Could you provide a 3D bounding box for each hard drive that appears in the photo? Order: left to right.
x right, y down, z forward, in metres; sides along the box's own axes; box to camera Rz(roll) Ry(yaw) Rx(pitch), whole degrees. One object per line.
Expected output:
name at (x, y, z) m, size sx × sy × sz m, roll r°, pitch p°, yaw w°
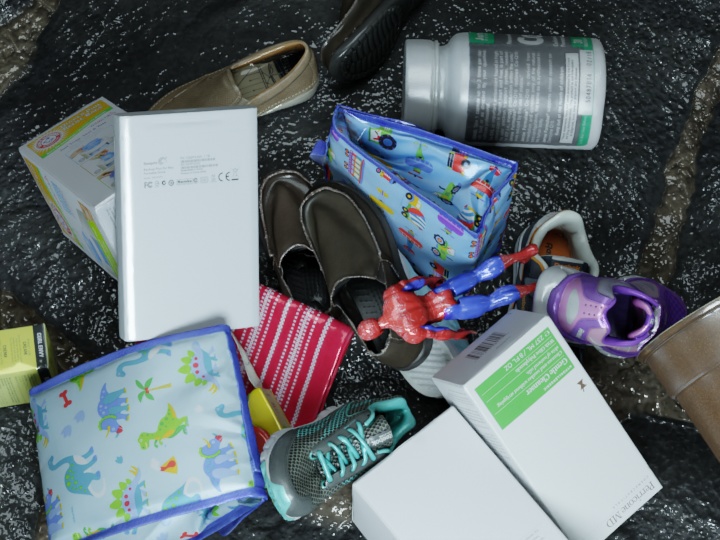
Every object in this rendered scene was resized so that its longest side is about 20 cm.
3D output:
hard drive at (-0.154, -0.043, 1.586) m, size 0.131 × 0.026 × 0.202 m, roll -6°, pitch 105°, yaw -26°

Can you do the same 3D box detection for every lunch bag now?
lunch bag at (-0.183, 0.159, 1.590) m, size 0.199 × 0.127 × 0.171 m, roll -25°, pitch 64°, yaw 22°
lunch bag at (0.039, -0.071, 1.710) m, size 0.199 × 0.151 × 0.094 m, roll 26°, pitch 63°, yaw 11°

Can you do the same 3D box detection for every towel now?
towel at (-0.117, 0.081, 1.674) m, size 0.199 × 0.022 × 0.146 m, roll 24°, pitch 96°, yaw 10°

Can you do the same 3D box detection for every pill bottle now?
pill bottle at (0.142, -0.182, 1.784) m, size 0.198 × 0.113 × 0.114 m, roll 2°, pitch 65°, yaw -1°

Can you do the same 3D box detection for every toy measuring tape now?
toy measuring tape at (-0.111, 0.133, 1.633) m, size 0.073 × 0.074 × 0.201 m, roll -27°, pitch 76°, yaw -13°

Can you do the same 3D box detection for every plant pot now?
plant pot at (0.387, 0.118, 1.619) m, size 0.199 × 0.200 × 0.199 m, roll -24°, pitch 76°, yaw -12°

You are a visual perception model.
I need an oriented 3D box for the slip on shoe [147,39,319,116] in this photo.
slip on shoe at (-0.135, -0.178, 1.807) m, size 0.199 × 0.061 × 0.076 m, roll -21°, pitch 67°, yaw -10°

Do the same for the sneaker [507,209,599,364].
sneaker at (0.183, 0.035, 1.698) m, size 0.078 × 0.079 × 0.202 m, roll 9°, pitch 65°, yaw -18°

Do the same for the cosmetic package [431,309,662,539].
cosmetic package at (0.168, 0.146, 1.600) m, size 0.107 × 0.085 × 0.201 m, roll -40°, pitch 104°, yaw -13°

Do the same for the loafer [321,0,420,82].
loafer at (0.012, -0.278, 1.849) m, size 0.071 × 0.073 × 0.200 m, roll 26°, pitch 61°, yaw 20°

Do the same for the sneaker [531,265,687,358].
sneaker at (0.251, 0.044, 1.650) m, size 0.088 × 0.199 × 0.081 m, roll 7°, pitch 90°, yaw 45°

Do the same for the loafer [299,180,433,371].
loafer at (0.000, 0.000, 1.645) m, size 0.073 × 0.071 × 0.201 m, roll -39°, pitch 71°, yaw 22°

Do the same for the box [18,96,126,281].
box at (-0.228, -0.072, 1.680) m, size 0.101 × 0.113 × 0.200 m, roll -34°, pitch 34°, yaw -16°

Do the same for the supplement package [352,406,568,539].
supplement package at (0.098, 0.247, 1.582) m, size 0.121 × 0.120 × 0.200 m, roll -35°, pitch 71°, yaw -15°

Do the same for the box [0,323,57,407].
box at (-0.388, 0.101, 1.669) m, size 0.198 × 0.075 × 0.050 m, roll -10°, pitch 63°, yaw -4°

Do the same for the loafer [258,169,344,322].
loafer at (-0.053, -0.018, 1.729) m, size 0.072 × 0.071 × 0.201 m, roll -14°, pitch 66°, yaw -8°

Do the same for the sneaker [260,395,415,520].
sneaker at (-0.017, 0.156, 1.573) m, size 0.091 × 0.200 × 0.078 m, roll -23°, pitch 97°, yaw 30°

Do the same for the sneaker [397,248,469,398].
sneaker at (0.044, 0.037, 1.708) m, size 0.074 × 0.082 × 0.201 m, roll -36°, pitch 73°, yaw 22°

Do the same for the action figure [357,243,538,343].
action figure at (0.083, 0.029, 1.616) m, size 0.199 × 0.052 × 0.066 m, roll -16°, pitch 73°, yaw -30°
